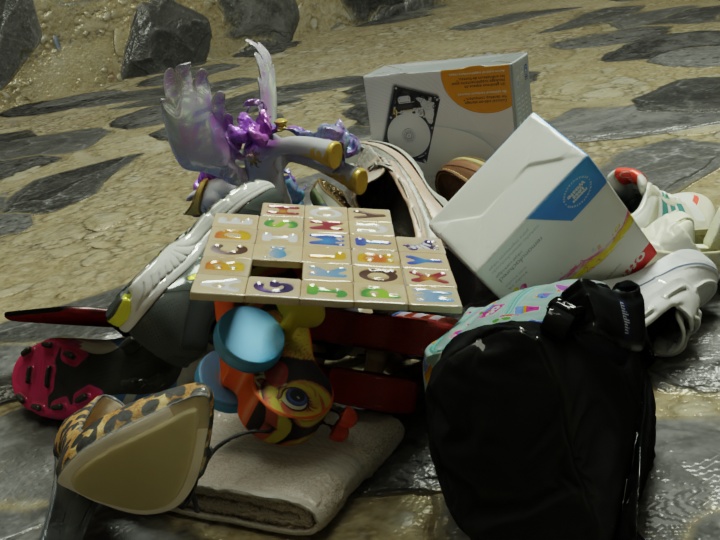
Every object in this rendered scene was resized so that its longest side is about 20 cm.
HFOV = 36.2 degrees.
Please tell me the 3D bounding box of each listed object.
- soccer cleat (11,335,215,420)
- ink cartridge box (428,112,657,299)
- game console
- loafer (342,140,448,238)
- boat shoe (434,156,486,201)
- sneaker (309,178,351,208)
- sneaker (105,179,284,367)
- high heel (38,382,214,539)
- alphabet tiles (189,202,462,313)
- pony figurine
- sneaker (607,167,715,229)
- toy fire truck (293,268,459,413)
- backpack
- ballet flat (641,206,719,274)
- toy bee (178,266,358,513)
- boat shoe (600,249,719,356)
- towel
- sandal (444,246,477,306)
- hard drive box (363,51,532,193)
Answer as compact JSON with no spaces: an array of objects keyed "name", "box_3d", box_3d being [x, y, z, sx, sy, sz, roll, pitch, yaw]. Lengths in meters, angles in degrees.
[{"name":"soccer cleat","box_3d":[-0.202,0.090,0.919,0.199,0.070,0.086,-9,-16,31]},{"name":"ink cartridge box","box_3d":[0.153,-0.015,0.855,0.116,0.200,0.067,-47,49,4]},{"name":"game console","box_3d":[-0.201,0.001,0.987,0.200,0.119,0.173,-5,50,57]},{"name":"loafer","box_3d":[0.026,-0.069,1.040,0.063,0.072,0.200,3,30,-39]},{"name":"boat shoe","box_3d":[0.124,-0.035,1.013,0.067,0.072,0.200,-22,50,-23]},{"name":"sneaker","box_3d":[-0.028,-0.023,1.103,0.067,0.090,0.200,30,11,-26]},{"name":"sneaker","box_3d":[-0.115,0.004,0.872,0.074,0.085,0.200,-34,10,48]},{"name":"high heel","box_3d":[-0.141,0.089,0.684,0.200,0.071,0.143,-45,25,33]},{"name":"alphabet tiles","box_3d":[-0.023,-0.014,0.758,0.166,0.008,0.200,3,20,-3]},{"name":"pony figurine","box_3d":[-0.093,-0.104,1.027,0.199,0.194,0.166,16,26,31]},{"name":"sneaker","box_3d":[0.279,-0.059,1.057,0.199,0.094,0.070,-25,25,-38]},{"name":"toy fire truck","box_3d":[0.018,0.050,0.867,0.199,0.113,0.167,3,-6,45]},{"name":"backpack","box_3d":[0.112,0.076,0.667,0.126,0.168,0.200,-6,12,24]},{"name":"ballet flat","box_3d":[0.298,-0.025,0.963,0.199,0.070,0.070,-4,18,-6]},{"name":"toy bee","box_3d":[-0.058,0.076,0.744,0.108,0.201,0.131,16,-23,-15]},{"name":"boat shoe","box_3d":[0.230,0.039,0.862,0.199,0.074,0.065,-18,50,-38]},{"name":"towel","box_3d":[-0.081,0.128,0.780,0.199,0.035,0.132,2,23,30]},{"name":"sandal","box_3d":[0.000,-0.001,0.951,0.199,0.077,0.043,0,15,9]},{"name":"hard drive box","box_3d":[0.098,-0.111,1.124,0.155,0.201,0.077,-2,18,21]}]
